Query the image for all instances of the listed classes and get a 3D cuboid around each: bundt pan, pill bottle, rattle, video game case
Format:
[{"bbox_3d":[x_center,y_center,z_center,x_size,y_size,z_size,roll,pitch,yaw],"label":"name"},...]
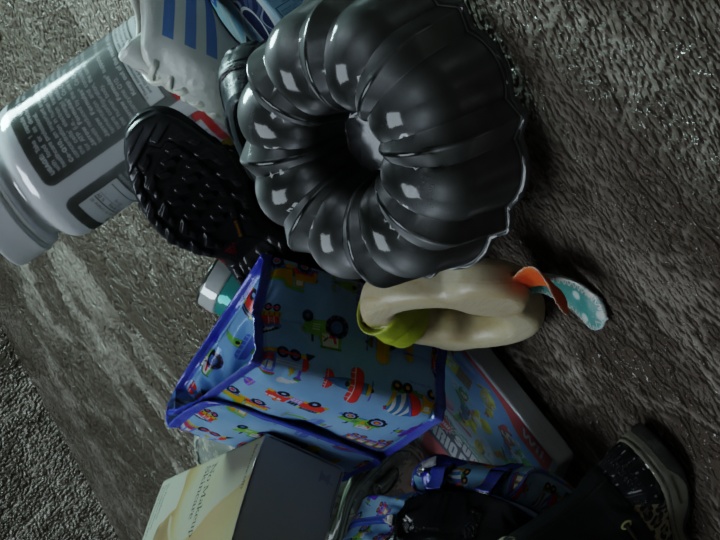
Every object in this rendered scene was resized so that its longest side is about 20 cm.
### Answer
[{"bbox_3d":[0.002,-0.080,1.431,0.201,0.076,0.204,17,119,34],"label":"bundt pan"},{"bbox_3d":[-0.199,-0.099,1.733,0.114,0.199,0.114,55,-173,-10],"label":"pill bottle"},{"bbox_3d":[0.086,-0.020,1.544,0.130,0.144,0.200,28,154,-18],"label":"rattle"},{"bbox_3d":[0.094,0.129,1.764,0.143,0.017,0.200,51,157,19],"label":"video game case"}]

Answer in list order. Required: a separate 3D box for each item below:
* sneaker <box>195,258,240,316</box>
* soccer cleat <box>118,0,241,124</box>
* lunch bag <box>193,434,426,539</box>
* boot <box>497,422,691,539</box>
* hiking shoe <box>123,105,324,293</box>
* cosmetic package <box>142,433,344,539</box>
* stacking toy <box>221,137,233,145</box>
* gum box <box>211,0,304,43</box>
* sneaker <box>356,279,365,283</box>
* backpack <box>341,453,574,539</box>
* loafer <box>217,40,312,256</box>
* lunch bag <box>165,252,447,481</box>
[{"bbox_3d":[-0.044,0.024,1.866,0.120,0.084,0.200,33,-165,11],"label":"sneaker"},{"bbox_3d":[-0.118,-0.143,1.638,0.201,0.086,0.070,56,163,1],"label":"soccer cleat"},{"bbox_3d":[-0.039,0.156,1.877,0.199,0.139,0.169,35,150,31],"label":"lunch bag"},{"bbox_3d":[0.149,0.206,1.558,0.073,0.153,0.204,44,159,35],"label":"boot"},{"bbox_3d":[-0.107,-0.056,1.654,0.200,0.076,0.101,47,-170,-38],"label":"hiking shoe"},{"bbox_3d":[-0.097,0.199,1.748,0.071,0.106,0.200,26,153,-19],"label":"cosmetic package"},{"bbox_3d":[-0.116,-0.086,1.818,0.200,0.146,0.147,36,155,38],"label":"stacking toy"},{"bbox_3d":[-0.054,-0.161,1.657,0.200,0.044,0.170,51,163,22],"label":"gum box"},{"bbox_3d":[0.000,0.000,1.726,0.200,0.087,0.076,24,142,59],"label":"sneaker"},{"bbox_3d":[0.073,0.216,1.676,0.182,0.136,0.199,33,158,-36],"label":"backpack"},{"bbox_3d":[-0.044,-0.064,1.582,0.071,0.068,0.201,-81,-29,-47],"label":"loafer"},{"bbox_3d":[-0.045,0.088,1.690,0.200,0.149,0.095,133,149,-53],"label":"lunch bag"}]
